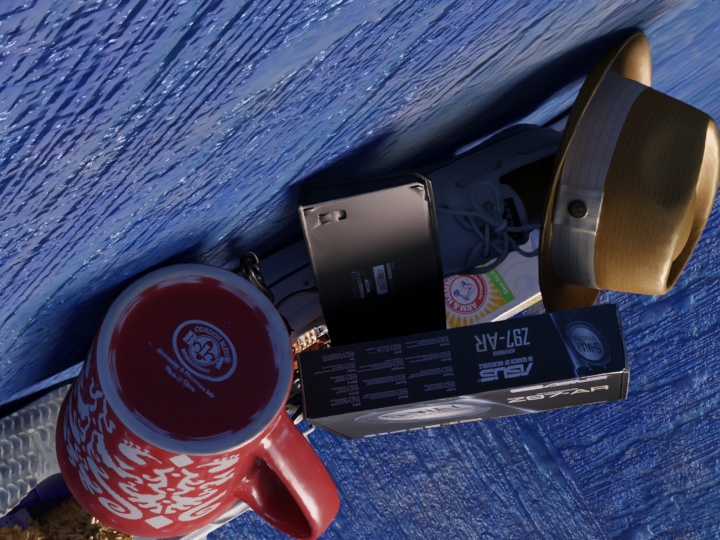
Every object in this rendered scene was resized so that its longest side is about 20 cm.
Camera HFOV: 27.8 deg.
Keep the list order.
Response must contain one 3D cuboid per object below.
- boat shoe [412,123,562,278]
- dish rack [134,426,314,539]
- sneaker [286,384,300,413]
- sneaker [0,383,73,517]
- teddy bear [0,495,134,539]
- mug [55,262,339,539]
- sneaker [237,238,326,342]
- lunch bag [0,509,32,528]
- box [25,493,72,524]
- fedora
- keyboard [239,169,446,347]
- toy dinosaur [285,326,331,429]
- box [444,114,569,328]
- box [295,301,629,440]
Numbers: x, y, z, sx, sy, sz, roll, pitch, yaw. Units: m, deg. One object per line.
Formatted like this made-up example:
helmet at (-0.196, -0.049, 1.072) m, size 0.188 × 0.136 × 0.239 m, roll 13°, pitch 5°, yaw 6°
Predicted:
boat shoe at (0.083, -0.034, 0.951) m, size 0.202 × 0.075 × 0.086 m, roll -29°, pitch -152°, yaw -32°
dish rack at (-0.117, 0.196, 1.202) m, size 0.171 × 0.044 × 0.200 m, roll -28°, pitch 174°, yaw -19°
sneaker at (-0.139, 0.128, 1.465) m, size 0.115 × 0.076 × 0.200 m, roll -24°, pitch 171°, yaw 36°
sneaker at (-0.240, 0.132, 0.985) m, size 0.099 × 0.070 × 0.200 m, roll -26°, pitch 173°, yaw 32°
teddy bear at (-0.237, 0.217, 0.961) m, size 0.200 × 0.067 × 0.145 m, roll -10°, pitch 133°, yaw -38°
mug at (-0.089, 0.080, 0.868) m, size 0.177 × 0.134 × 0.200 m, roll 9°, pitch 159°, yaw -10°
sneaker at (0.000, 0.000, 0.994) m, size 0.200 × 0.071 × 0.073 m, roll -29°, pitch 174°, yaw -15°
lunch bag at (-0.313, 0.269, 1.216) m, size 0.122 × 0.170 × 0.200 m, roll -41°, pitch 170°, yaw 24°
box at (-0.173, 0.139, 1.148) m, size 0.200 × 0.104 × 0.182 m, roll -29°, pitch 176°, yaw -16°
fedora at (0.180, -0.049, 0.936) m, size 0.201 × 0.082 × 0.201 m, roll -47°, pitch 146°, yaw -47°
keyboard at (-0.014, 0.004, 0.876) m, size 0.127 × 0.021 × 0.200 m, roll -12°, pitch 150°, yaw -1°
toy dinosaur at (-0.031, 0.058, 1.267) m, size 0.200 × 0.102 × 0.136 m, roll 0°, pitch 139°, yaw -35°
box at (0.139, -0.038, 1.167) m, size 0.200 × 0.113 × 0.101 m, roll -31°, pitch 174°, yaw 17°
box at (0.072, 0.069, 0.943) m, size 0.200 × 0.044 × 0.160 m, roll -9°, pitch 168°, yaw 7°
